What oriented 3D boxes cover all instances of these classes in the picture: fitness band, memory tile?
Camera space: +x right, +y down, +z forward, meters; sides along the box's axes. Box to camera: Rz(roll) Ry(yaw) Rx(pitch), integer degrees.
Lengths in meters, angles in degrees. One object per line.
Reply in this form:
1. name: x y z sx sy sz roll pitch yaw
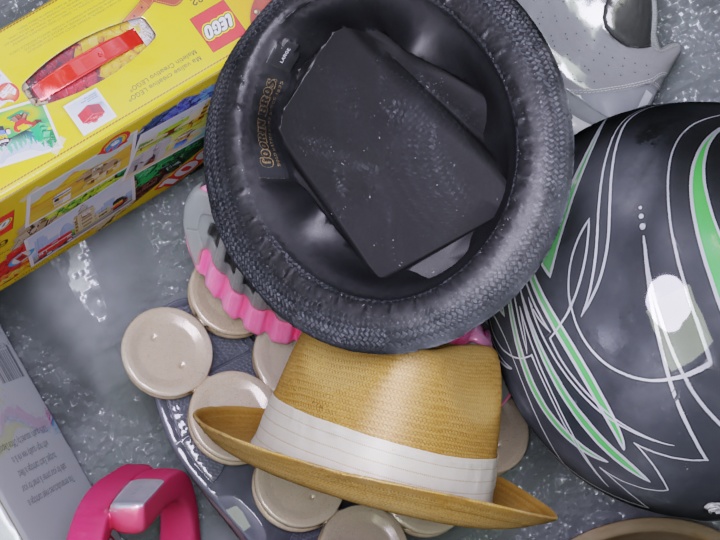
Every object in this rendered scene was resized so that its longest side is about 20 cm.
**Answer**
1. fitness band: -0.118 0.178 1.135 0.037 0.200 0.144 1 96 8
2. memory tile: -0.017 0.066 1.185 0.200 0.017 0.153 45 66 3

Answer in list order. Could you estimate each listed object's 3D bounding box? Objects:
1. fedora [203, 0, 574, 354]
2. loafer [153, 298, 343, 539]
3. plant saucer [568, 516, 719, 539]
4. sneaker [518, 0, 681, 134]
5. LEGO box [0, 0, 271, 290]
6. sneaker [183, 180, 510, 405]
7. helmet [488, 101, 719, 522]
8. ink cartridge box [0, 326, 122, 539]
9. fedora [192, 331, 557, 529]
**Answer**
1. fedora: 0.024 -0.051 1.045 0.200 0.092 0.202 -6 75 24
2. loafer: -0.062 0.112 1.200 0.072 0.063 0.200 -29 81 -24
3. plant saucer: 0.150 0.231 1.177 0.199 0.029 0.201 -1 93 -15
4. sneaker: 0.086 -0.154 1.182 0.200 0.075 0.116 36 89 -8
5. LEGO box: -0.144 -0.077 1.119 0.200 0.149 0.077 -33 80 -19
6. sneaker: 0.000 0.000 1.176 0.200 0.096 0.079 30 133 -5
7. helmet: 0.157 0.019 1.096 0.190 0.200 0.200 -31 89 -39
8. ink cartridge box: -0.215 0.107 1.166 0.083 0.146 0.200 -30 89 8
9. fedora: 0.014 0.066 1.072 0.200 0.201 0.082 15 93 4
